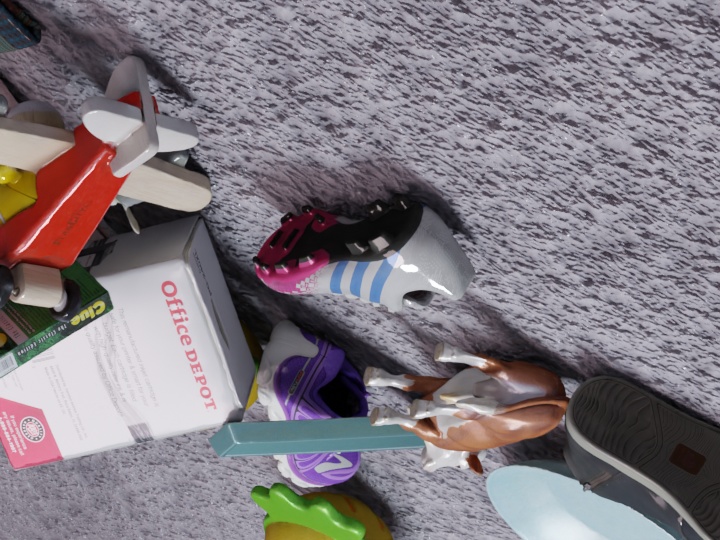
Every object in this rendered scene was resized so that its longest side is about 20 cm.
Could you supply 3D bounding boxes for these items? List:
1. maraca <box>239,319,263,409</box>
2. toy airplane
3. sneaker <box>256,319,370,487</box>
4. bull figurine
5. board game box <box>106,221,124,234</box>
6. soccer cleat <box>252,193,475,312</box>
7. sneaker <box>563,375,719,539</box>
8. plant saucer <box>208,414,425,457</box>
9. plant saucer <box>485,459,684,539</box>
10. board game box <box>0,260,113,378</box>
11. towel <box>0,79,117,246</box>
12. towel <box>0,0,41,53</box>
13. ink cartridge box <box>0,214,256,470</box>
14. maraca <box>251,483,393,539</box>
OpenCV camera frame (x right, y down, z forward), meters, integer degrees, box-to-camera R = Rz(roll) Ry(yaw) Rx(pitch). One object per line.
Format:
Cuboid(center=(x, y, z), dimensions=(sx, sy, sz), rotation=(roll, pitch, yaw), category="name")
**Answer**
Cuboid(center=(-0.162, 0.079, 1.861), dimensions=(0.199, 0.107, 0.137), rotation=(-4, 152, 40), category="maraca")
Cuboid(center=(-0.210, -0.078, 1.579), dimensions=(0.200, 0.198, 0.141), rotation=(80, 163, -50), category="toy airplane")
Cuboid(center=(-0.028, 0.122, 1.830), dimensions=(0.083, 0.081, 0.200), rotation=(16, 152, 22), category="sneaker")
Cuboid(center=(0.075, 0.102, 1.648), dimensions=(0.121, 0.065, 0.200), rotation=(14, 159, -23), category="bull figurine")
Cuboid(center=(-0.233, 0.012, 1.929), dimensions=(0.134, 0.034, 0.200), rotation=(21, 155, 28), category="board game box")
Cuboid(center=(0.000, 0.000, 1.549), dimensions=(0.086, 0.070, 0.200), rotation=(44, 155, -24), category="soccer cleat")
Cuboid(center=(0.231, 0.154, 1.569), dimensions=(0.200, 0.075, 0.106), rotation=(37, 164, 14), category="sneaker")
Cuboid(center=(-0.015, 0.129, 1.748), dimensions=(0.199, 0.019, 0.070), rotation=(-2, 165, -17), category="plant saucer")
Cuboid(center=(0.193, 0.197, 1.735), dimensions=(0.200, 0.039, 0.201), rotation=(28, 158, 12), category="plant saucer")
Cuboid(center=(-0.278, 0.000, 1.678), dimensions=(0.200, 0.105, 0.024), rotation=(41, 153, 42), category="board game box")
Cuboid(center=(-0.301, -0.077, 1.796), dimensions=(0.200, 0.032, 0.191), rotation=(-8, 124, 50), category="towel")
Cuboid(center=(-0.330, -0.206, 1.635), dimensions=(0.147, 0.022, 0.200), rotation=(44, 153, -27), category="towel")
Cuboid(center=(-0.196, 0.056, 1.732), dimensions=(0.199, 0.083, 0.146), rotation=(-13, 113, 13), category="ink cartridge box")
Cuboid(center=(-0.031, 0.251, 2.030), dimensions=(0.137, 0.107, 0.200), rotation=(13, 151, 24), category="maraca")
